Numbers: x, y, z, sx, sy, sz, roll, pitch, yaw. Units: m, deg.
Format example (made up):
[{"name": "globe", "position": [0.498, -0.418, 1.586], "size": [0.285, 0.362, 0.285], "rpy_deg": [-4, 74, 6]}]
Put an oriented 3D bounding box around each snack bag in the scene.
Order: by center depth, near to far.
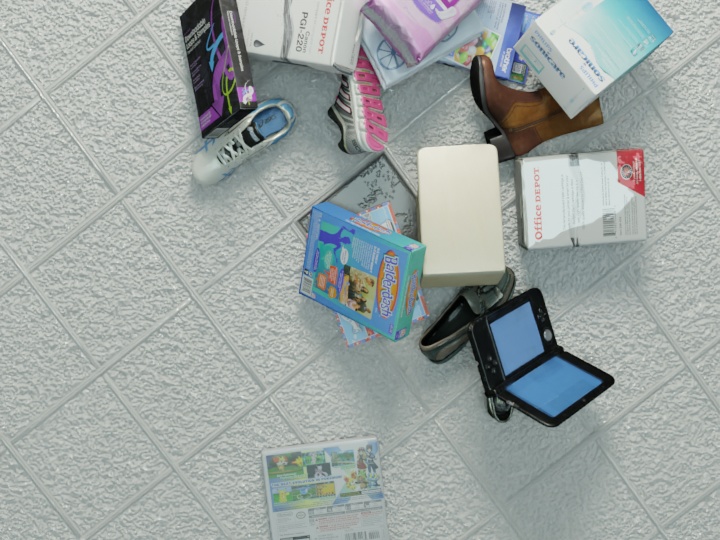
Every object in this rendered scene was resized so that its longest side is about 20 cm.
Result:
[{"name": "snack bag", "position": [0.069, -0.414, 1.614], "size": [0.187, 0.021, 0.202], "rpy_deg": [-30, 92, -3]}]

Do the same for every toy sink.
[{"name": "toy sink", "position": [0.153, -0.083, 1.630], "size": [0.128, 0.112, 0.204], "rpy_deg": [-3, 79, 0]}]

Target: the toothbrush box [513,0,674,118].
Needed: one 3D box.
[{"name": "toothbrush box", "position": [0.358, -0.355, 1.589], "size": [0.199, 0.085, 0.147], "rpy_deg": [-39, 87, -25]}]

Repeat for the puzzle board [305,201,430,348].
[{"name": "puzzle board", "position": [0.013, 0.008, 1.694], "size": [0.148, 0.017, 0.203], "rpy_deg": [-20, 96, 0]}]

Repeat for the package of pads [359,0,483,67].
[{"name": "package of pads", "position": [0.106, -0.413, 1.553], "size": [0.200, 0.076, 0.121], "rpy_deg": [-45, 100, -15]}]

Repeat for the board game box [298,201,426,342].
[{"name": "board game box", "position": [0.000, 0.000, 1.608], "size": [0.198, 0.045, 0.155], "rpy_deg": [26, 117, 30]}]

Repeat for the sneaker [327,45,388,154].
[{"name": "sneaker", "position": [-0.014, -0.274, 1.635], "size": [0.087, 0.073, 0.204], "rpy_deg": [-18, 75, 41]}]

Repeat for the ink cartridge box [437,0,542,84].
[{"name": "ink cartridge box", "position": [0.186, -0.379, 1.652], "size": [0.196, 0.042, 0.122], "rpy_deg": [14, 95, -5]}]

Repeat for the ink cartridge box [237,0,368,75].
[{"name": "ink cartridge box", "position": [-0.097, -0.389, 1.581], "size": [0.197, 0.085, 0.149], "rpy_deg": [13, 96, 22]}]

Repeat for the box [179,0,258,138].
[{"name": "box", "position": [-0.220, -0.321, 1.577], "size": [0.036, 0.142, 0.204], "rpy_deg": [-6, 82, -33]}]

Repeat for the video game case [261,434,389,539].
[{"name": "video game case", "position": [-0.058, 0.378, 1.725], "size": [0.196, 0.022, 0.186], "rpy_deg": [-7, 96, 0]}]

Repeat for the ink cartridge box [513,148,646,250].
[{"name": "ink cartridge box", "position": [0.350, -0.115, 1.660], "size": [0.196, 0.084, 0.147], "rpy_deg": [-4, 97, -2]}]

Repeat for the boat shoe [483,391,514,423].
[{"name": "boat shoe", "position": [0.237, 0.147, 1.691], "size": [0.069, 0.064, 0.204], "rpy_deg": [0, 95, -1]}]

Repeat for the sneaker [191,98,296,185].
[{"name": "sneaker", "position": [-0.189, -0.206, 1.639], "size": [0.199, 0.073, 0.072], "rpy_deg": [-36, 97, 3]}]

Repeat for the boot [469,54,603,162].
[{"name": "boot", "position": [0.281, -0.281, 1.629], "size": [0.197, 0.069, 0.191], "rpy_deg": [-22, 114, 0]}]

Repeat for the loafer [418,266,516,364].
[{"name": "loafer", "position": [0.173, 0.068, 1.670], "size": [0.200, 0.063, 0.072], "rpy_deg": [-48, 56, 4]}]

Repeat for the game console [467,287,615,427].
[{"name": "game console", "position": [0.284, 0.130, 1.616], "size": [0.198, 0.115, 0.179], "rpy_deg": [-23, 97, -44]}]
